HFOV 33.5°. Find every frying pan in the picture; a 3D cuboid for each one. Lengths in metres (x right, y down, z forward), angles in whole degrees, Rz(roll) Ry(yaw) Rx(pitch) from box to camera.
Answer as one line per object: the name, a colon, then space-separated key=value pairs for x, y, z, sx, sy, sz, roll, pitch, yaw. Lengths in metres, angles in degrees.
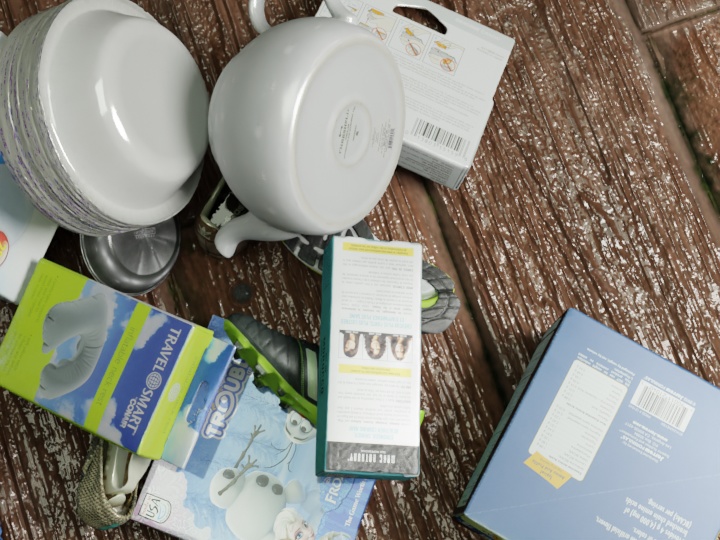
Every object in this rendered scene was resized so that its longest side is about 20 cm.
frying pan: x=-0.203 y=-0.070 z=1.128 sx=0.031 sy=0.115 sz=0.192 roll=3 pitch=76 yaw=43

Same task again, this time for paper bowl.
paper bowl: x=-0.206 y=-0.136 z=1.024 sx=0.104 sy=0.200 sz=0.203 roll=-12 pitch=76 yaw=32

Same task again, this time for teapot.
teapot: x=-0.063 y=-0.134 z=1.043 sx=0.145 sy=0.198 sz=0.200 roll=17 pitch=57 yaw=34

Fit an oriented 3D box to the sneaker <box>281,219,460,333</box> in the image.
sneaker: x=0.000 y=0.000 z=1.119 sx=0.200 sy=0.081 sz=0.074 roll=38 pitch=74 yaw=9

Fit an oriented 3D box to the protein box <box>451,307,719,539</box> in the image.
protein box: x=0.214 y=0.176 z=1.053 sx=0.198 sy=0.135 sz=0.201 roll=28 pitch=79 yaw=6

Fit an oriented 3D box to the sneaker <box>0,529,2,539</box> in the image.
sneaker: x=-0.328 y=0.253 z=1.068 sx=0.110 sy=0.077 sz=0.202 roll=14 pitch=82 yaw=9

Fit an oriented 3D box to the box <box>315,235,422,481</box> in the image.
box: x=0.007 y=0.076 z=1.025 sx=0.082 sy=0.049 sz=0.202 roll=5 pitch=75 yaw=-11

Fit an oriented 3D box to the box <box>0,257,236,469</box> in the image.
box: x=-0.221 y=0.081 z=1.053 sx=0.199 sy=0.048 sz=0.123 roll=21 pitch=84 yaw=23

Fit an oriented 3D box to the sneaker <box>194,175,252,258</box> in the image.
sneaker: x=-0.083 y=-0.096 z=1.144 sx=0.070 sy=0.076 sz=0.201 roll=35 pitch=81 yaw=7

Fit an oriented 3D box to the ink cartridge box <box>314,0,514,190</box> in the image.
ink cartridge box: x=0.035 y=-0.193 z=1.172 sx=0.199 sy=0.044 sz=0.174 roll=24 pitch=58 yaw=-1

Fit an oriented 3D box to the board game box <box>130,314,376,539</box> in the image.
board game box: x=-0.081 y=0.170 z=1.103 sx=0.198 sy=0.043 sz=0.201 roll=19 pitch=78 yaw=5

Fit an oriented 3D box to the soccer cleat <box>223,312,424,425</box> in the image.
soccer cleat: x=-0.034 y=0.096 z=1.071 sx=0.200 sy=0.068 sz=0.081 roll=39 pitch=69 yaw=1

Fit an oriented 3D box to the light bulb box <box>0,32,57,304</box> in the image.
light bulb box: x=-0.361 y=-0.105 z=1.062 sx=0.124 sy=0.200 sz=0.199 roll=17 pitch=77 yaw=33

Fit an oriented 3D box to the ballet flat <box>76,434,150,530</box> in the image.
ballet flat: x=-0.210 y=0.134 z=1.089 sx=0.075 sy=0.068 sz=0.202 roll=-12 pitch=65 yaw=43
